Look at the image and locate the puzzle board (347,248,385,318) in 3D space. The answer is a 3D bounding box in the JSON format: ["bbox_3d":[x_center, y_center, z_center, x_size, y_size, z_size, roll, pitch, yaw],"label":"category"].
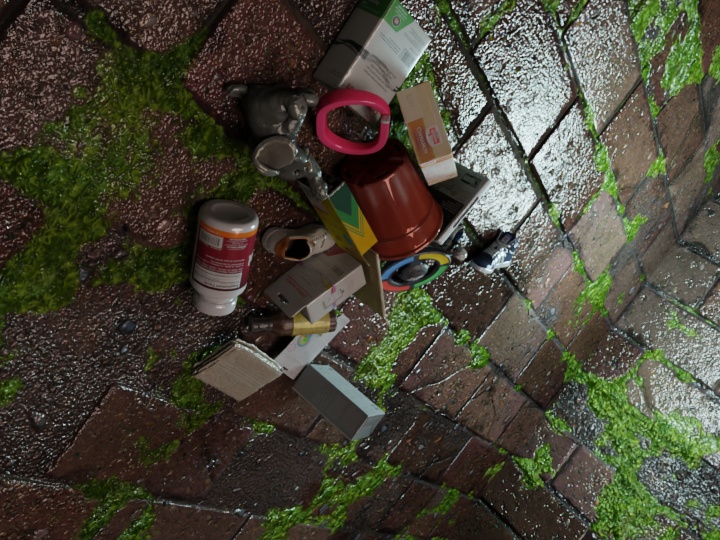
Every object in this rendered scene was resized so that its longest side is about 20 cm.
[{"bbox_3d":[0.000,0.000,1.566,0.017,0.150,0.202,-34,140,-24],"label":"puzzle board"}]

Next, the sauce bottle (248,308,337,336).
[{"bbox_3d":[-0.151,0.114,1.538,0.197,0.065,0.065,-2,123,-26],"label":"sauce bottle"}]

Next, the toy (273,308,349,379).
[{"bbox_3d":[-0.127,0.159,1.648,0.200,0.047,0.115,-44,142,-1],"label":"toy"}]

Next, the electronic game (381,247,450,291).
[{"bbox_3d":[0.134,0.000,1.738,0.197,0.042,0.201,-15,155,-7],"label":"electronic game"}]

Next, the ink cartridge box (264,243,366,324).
[{"bbox_3d":[-0.101,0.036,1.517,0.199,0.116,0.068,-36,140,-19],"label":"ink cartridge box"}]

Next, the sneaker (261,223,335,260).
[{"bbox_3d":[-0.112,-0.050,1.462,0.198,0.084,0.074,-9,125,-46],"label":"sneaker"}]

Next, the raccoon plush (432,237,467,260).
[{"bbox_3d":[0.209,-0.135,1.692,0.199,0.097,0.135,31,102,-22],"label":"raccoon plush"}]

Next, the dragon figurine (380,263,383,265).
[{"bbox_3d":[0.061,-0.070,1.616,0.199,0.099,0.059,-28,138,-33],"label":"dragon figurine"}]

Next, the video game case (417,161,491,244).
[{"bbox_3d":[0.176,-0.170,1.574,0.182,0.200,0.023,-49,135,-3],"label":"video game case"}]

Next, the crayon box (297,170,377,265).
[{"bbox_3d":[-0.041,-0.113,1.417,0.051,0.127,0.201,-41,130,-13],"label":"crayon box"}]

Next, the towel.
[{"bbox_3d":[-0.273,0.222,1.528,0.132,0.035,0.200,-32,143,7],"label":"towel"}]

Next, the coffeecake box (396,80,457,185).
[{"bbox_3d":[0.141,-0.278,1.422,0.072,0.156,0.200,-18,172,9],"label":"coffeecake box"}]

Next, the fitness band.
[{"bbox_3d":[-0.015,-0.279,1.312,0.200,0.141,0.038,100,-5,-72],"label":"fitness band"}]

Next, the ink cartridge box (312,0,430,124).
[{"bbox_3d":[0.022,-0.405,1.311,0.201,0.083,0.146,-56,143,5],"label":"ink cartridge box"}]

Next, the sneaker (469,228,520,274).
[{"bbox_3d":[0.397,-0.059,2.013,0.199,0.070,0.110,-14,134,-49],"label":"sneaker"}]

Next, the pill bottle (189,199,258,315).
[{"bbox_3d":[-0.263,-0.022,1.298,0.112,0.113,0.202,-11,128,-41],"label":"pill bottle"}]

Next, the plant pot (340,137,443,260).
[{"bbox_3d":[0.057,-0.163,1.476,0.200,0.200,0.196,-41,134,-13],"label":"plant pot"}]

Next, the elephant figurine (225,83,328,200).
[{"bbox_3d":[-0.143,-0.224,1.233,0.141,0.153,0.203,-34,137,-58],"label":"elephant figurine"}]

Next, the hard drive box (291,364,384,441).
[{"bbox_3d":[-0.052,0.325,1.709,0.077,0.199,0.156,-53,160,3],"label":"hard drive box"}]

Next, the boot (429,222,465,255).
[{"bbox_3d":[0.237,-0.138,1.754,0.073,0.095,0.202,-9,126,-43],"label":"boot"}]
